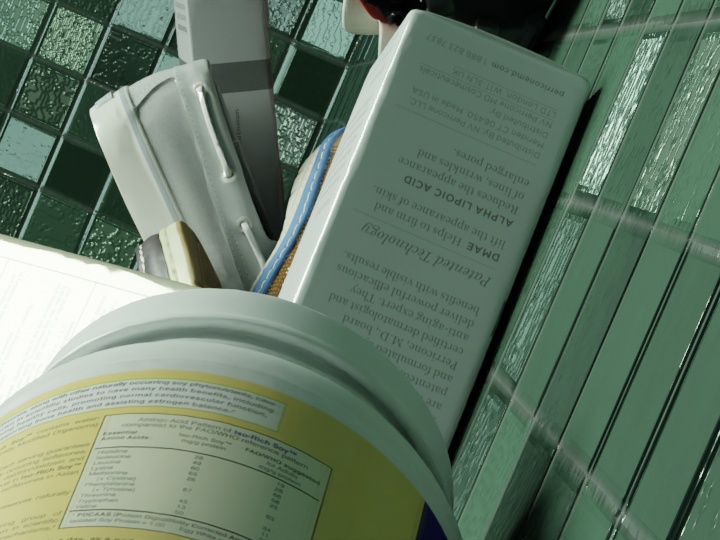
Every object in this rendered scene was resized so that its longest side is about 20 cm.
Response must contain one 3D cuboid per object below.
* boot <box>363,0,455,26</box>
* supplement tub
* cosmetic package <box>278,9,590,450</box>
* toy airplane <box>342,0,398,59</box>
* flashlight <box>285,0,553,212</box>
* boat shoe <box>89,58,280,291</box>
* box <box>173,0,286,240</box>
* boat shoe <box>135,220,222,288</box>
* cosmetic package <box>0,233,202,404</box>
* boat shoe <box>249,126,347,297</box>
[{"bbox_3d":[0.055,-0.192,1.244,0.162,0.073,0.198,-42,19,19],"label":"boot"},{"bbox_3d":[-0.049,0.108,0.731,0.200,0.145,0.146,-73,7,-58],"label":"supplement tub"},{"bbox_3d":[0.006,0.019,1.035,0.102,0.074,0.201,133,158,-79],"label":"cosmetic package"},{"bbox_3d":[0.034,-0.166,1.460,0.199,0.140,0.201,-50,-51,-67],"label":"toy airplane"},{"bbox_3d":[0.021,-0.065,1.330,0.200,0.068,0.068,117,176,-53],"label":"flashlight"},{"bbox_3d":[-0.045,0.003,1.281,0.068,0.201,0.072,-28,-9,2],"label":"boat shoe"},{"bbox_3d":[-0.059,-0.049,1.388,0.156,0.041,0.201,-129,32,-81],"label":"box"},{"bbox_3d":[-0.074,0.077,1.193,0.072,0.065,0.201,52,-155,-68],"label":"boat shoe"},{"bbox_3d":[-0.119,0.050,1.143,0.073,0.199,0.104,42,-112,-52],"label":"cosmetic package"},{"bbox_3d":[0.000,0.000,1.214,0.072,0.072,0.201,-44,27,39],"label":"boat shoe"}]
